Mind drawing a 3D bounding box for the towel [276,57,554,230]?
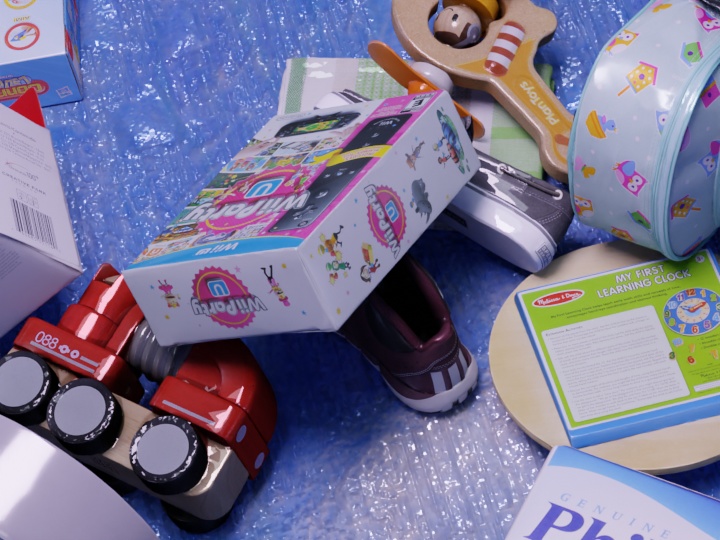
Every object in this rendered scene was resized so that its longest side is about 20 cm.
[{"bbox_3d":[0.035,-0.087,1.691,0.199,0.031,0.150,3,58,9],"label":"towel"}]

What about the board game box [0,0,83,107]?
[{"bbox_3d":[-0.317,-0.206,1.812,0.199,0.056,0.196,-9,54,3],"label":"board game box"}]

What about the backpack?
[{"bbox_3d":[0.230,-0.103,1.562,0.153,0.176,0.200,33,53,30],"label":"backpack"}]

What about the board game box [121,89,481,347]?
[{"bbox_3d":[-0.035,-0.035,1.513,0.147,0.064,0.200,-7,29,37],"label":"board game box"}]

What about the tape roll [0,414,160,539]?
[{"bbox_3d":[-0.210,0.165,1.440,0.200,0.200,0.066,22,61,23],"label":"tape roll"}]

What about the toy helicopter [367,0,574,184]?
[{"bbox_3d":[0.094,-0.136,1.657,0.132,0.079,0.200,-32,71,-22],"label":"toy helicopter"}]

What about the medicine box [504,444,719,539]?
[{"bbox_3d":[0.158,0.232,1.390,0.182,0.103,0.200,19,61,21],"label":"medicine box"}]

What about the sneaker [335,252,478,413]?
[{"bbox_3d":[0.000,0.000,1.567,0.200,0.116,0.076,38,70,25],"label":"sneaker"}]

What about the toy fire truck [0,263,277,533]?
[{"bbox_3d":[-0.122,0.055,1.568,0.176,0.129,0.200,22,71,23],"label":"toy fire truck"}]

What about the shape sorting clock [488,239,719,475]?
[{"bbox_3d":[0.184,0.055,1.550,0.199,0.039,0.200,-2,51,3],"label":"shape sorting clock"}]

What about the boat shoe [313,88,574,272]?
[{"bbox_3d":[0.061,-0.077,1.616,0.200,0.070,0.066,33,75,22],"label":"boat shoe"}]

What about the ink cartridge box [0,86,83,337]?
[{"bbox_3d":[-0.299,-0.024,1.607,0.200,0.084,0.176,-37,49,23],"label":"ink cartridge box"}]
